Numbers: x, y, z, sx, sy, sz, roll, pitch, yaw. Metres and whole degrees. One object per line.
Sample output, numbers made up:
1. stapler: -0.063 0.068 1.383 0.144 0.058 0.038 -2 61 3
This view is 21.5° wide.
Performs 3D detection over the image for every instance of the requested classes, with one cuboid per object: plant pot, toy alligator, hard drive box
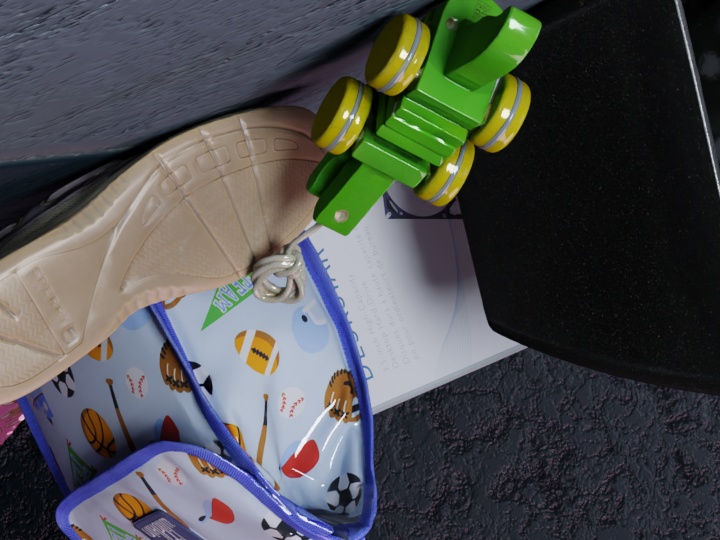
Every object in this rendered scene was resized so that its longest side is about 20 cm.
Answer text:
1. plant pot: 0.153 -0.054 0.930 0.177 0.201 0.200 -8 -171 43
2. toy alligator: 0.011 -0.056 0.758 0.200 0.059 0.054 -44 -154 46
3. hard drive box: 0.000 0.000 1.071 0.199 0.157 0.077 -22 179 -25

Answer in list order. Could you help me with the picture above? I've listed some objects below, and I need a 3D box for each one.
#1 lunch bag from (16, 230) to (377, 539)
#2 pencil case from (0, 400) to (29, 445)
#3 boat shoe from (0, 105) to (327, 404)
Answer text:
1. lunch bag: -0.084 0.066 0.933 0.123 0.201 0.170 -21 172 -37
2. pencil case: -0.257 0.103 1.077 0.200 0.087 0.083 -47 163 14
3. boat shoe: -0.102 -0.014 0.806 0.200 0.072 0.065 -35 -152 -20
